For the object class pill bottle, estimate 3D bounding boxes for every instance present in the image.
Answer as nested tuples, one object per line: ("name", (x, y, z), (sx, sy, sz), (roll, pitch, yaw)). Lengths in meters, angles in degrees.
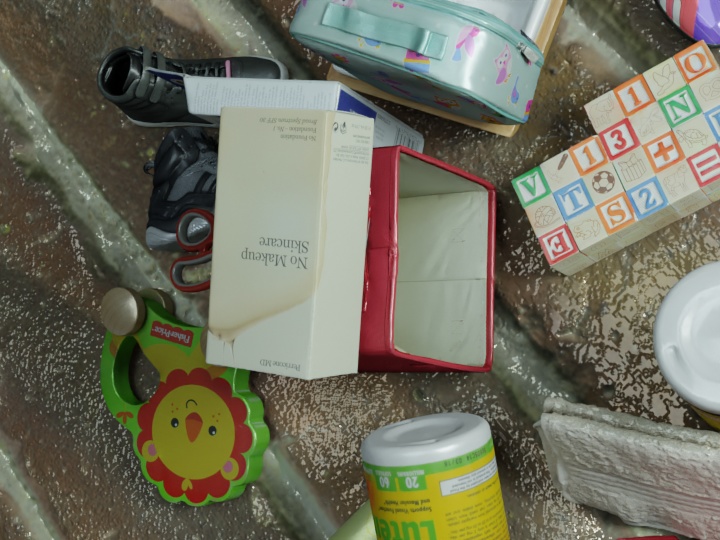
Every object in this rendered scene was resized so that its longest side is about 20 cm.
("pill bottle", (0.071, 0.230, 1.115), (0.111, 0.111, 0.201), (-8, 97, 24))
("pill bottle", (0.294, 0.070, 1.000), (0.111, 0.200, 0.112), (-7, 71, 22))

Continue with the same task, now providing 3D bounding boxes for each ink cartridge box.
("ink cartridge box", (-0.068, -0.136, 1.213), (0.199, 0.199, 0.041), (8, 86, 26))

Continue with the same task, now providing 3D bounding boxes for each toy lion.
("toy lion", (-0.175, 0.128, 1.303), (0.199, 0.069, 0.193), (15, 95, 27))

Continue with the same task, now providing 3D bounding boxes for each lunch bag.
("lunch bag", (0.050, -0.187, 1.098), (0.199, 0.160, 0.077), (21, 91, 27))

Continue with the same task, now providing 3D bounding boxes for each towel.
("towel", (0.240, 0.164, 1.055), (0.199, 0.133, 0.035), (9, 55, 27))

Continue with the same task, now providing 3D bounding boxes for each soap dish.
("soap dish", (0.085, -0.218, 1.221), (0.199, 0.081, 0.158), (21, 90, 27))

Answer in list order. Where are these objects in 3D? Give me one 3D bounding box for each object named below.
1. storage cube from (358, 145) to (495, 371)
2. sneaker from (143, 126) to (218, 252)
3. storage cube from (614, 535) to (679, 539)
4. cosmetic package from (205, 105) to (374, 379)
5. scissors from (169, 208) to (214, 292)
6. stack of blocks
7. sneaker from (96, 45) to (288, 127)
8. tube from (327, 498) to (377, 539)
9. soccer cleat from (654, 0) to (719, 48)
("storage cube", (0.000, 0.000, 1.156), (0.179, 0.200, 0.172), (-3, 80, 32))
("sneaker", (-0.135, -0.096, 1.307), (0.199, 0.075, 0.114), (-18, 76, 24))
("storage cube", (0.220, 0.320, 1.008), (0.171, 0.180, 0.200), (-47, 64, 11))
("cosmetic package", (-0.055, -0.023, 1.022), (0.103, 0.073, 0.201), (5, 92, 31))
("scissors", (-0.084, -0.030, 1.090), (0.199, 0.014, 0.074), (-12, 72, 35))
("stack of blocks", (0.235, -0.094, 1.140), (0.199, 0.059, 0.116), (-29, 70, 19))
("sneaker", (-0.176, -0.188, 1.331), (0.199, 0.099, 0.071), (-4, 78, 24))
("tube", (0.023, 0.230, 1.191), (0.200, 0.058, 0.052), (-42, 39, 9))
("soccer cleat", (0.278, -0.286, 1.137), (0.068, 0.073, 0.201), (-15, 72, -3))
